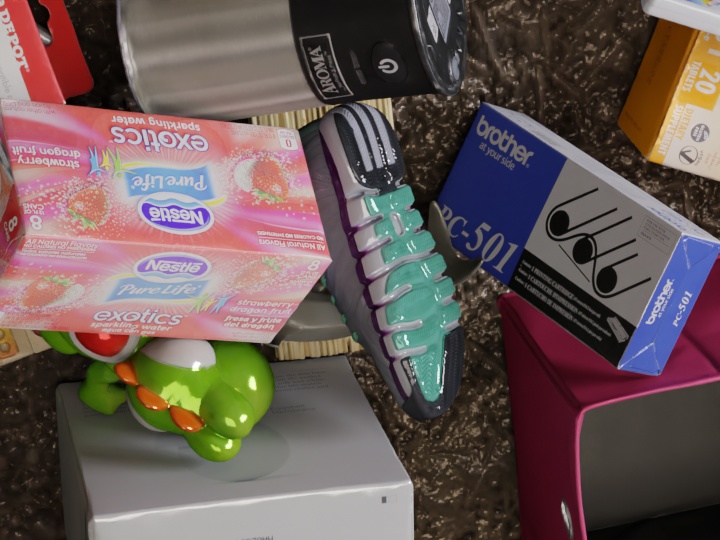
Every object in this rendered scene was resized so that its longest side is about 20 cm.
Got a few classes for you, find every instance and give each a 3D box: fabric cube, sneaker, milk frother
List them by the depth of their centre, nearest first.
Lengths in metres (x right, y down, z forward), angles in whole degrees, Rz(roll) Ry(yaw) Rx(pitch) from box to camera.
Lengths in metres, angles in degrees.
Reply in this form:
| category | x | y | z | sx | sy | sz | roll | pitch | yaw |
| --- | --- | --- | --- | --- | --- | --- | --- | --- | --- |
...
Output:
| category | x | y | z | sx | sy | sz | roll | pitch | yaw |
| --- | --- | --- | --- | --- | --- | --- | --- | --- | --- |
| milk frother | -0.037 | -0.198 | 1.530 | 0.187 | 0.200 | 0.181 | -6 | 118 | 17 |
| sneaker | 0.000 | 0.000 | 1.558 | 0.087 | 0.074 | 0.201 | -18 | 86 | 37 |
| fabric cube | 0.213 | 0.120 | 1.657 | 0.199 | 0.199 | 0.197 | -11 | 113 | -9 |

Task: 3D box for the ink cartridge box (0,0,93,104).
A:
| category | x | y | z | sx | sy | sz | roll | pitch | yaw |
| --- | --- | --- | --- | --- | --- | --- | --- | --- | --- |
| ink cartridge box | -0.255 | -0.129 | 1.482 | 0.200 | 0.067 | 0.117 | -23 | 97 | -23 |

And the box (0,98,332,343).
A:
| category | x | y | z | sx | sy | sz | roll | pitch | yaw |
| --- | --- | --- | --- | --- | --- | --- | --- | --- | --- |
| box | -0.131 | -0.026 | 1.485 | 0.199 | 0.103 | 0.095 | 5 | 144 | -29 |

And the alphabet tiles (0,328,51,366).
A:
| category | x | y | z | sx | sy | sz | roll | pitch | yaw |
| --- | --- | --- | --- | --- | --- | --- | --- | --- | --- |
| alphabet tiles | -0.257 | -0.027 | 1.600 | 0.166 | 0.006 | 0.201 | -21 | 113 | -5 |

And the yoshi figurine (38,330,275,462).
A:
| category | x | y | z | sx | sy | sz | roll | pitch | yaw |
| --- | --- | --- | --- | --- | --- | --- | --- | --- | --- |
| yoshi figurine | -0.129 | 0.043 | 1.569 | 0.112 | 0.200 | 0.113 | -36 | 156 | -26 |

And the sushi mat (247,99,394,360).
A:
| category | x | y | z | sx | sy | sz | roll | pitch | yaw |
| --- | --- | --- | --- | --- | --- | --- | --- | --- | --- |
| sushi mat | -0.019 | -0.039 | 1.646 | 0.095 | 0.012 | 0.201 | -9 | 111 | -9 |

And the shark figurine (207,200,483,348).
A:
| category | x | y | z | sx | sy | sz | roll | pitch | yaw |
| --- | --- | --- | --- | --- | --- | --- | --- | --- | --- |
| shark figurine | -0.034 | 0.023 | 1.611 | 0.214 | 0.090 | 0.129 | 5 | 112 | -2 |

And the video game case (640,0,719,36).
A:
| category | x | y | z | sx | sy | sz | roll | pitch | yaw |
| --- | --- | --- | --- | --- | --- | --- | --- | --- | --- |
| video game case | 0.262 | -0.187 | 1.592 | 0.199 | 0.144 | 0.018 | 15 | 134 | -18 |

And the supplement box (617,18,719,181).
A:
| category | x | y | z | sx | sy | sz | roll | pitch | yaw |
| --- | --- | --- | --- | --- | --- | --- | --- | --- | --- |
| supplement box | 0.288 | -0.114 | 1.653 | 0.199 | 0.074 | 0.126 | 14 | 109 | -17 |

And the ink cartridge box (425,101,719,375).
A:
| category | x | y | z | sx | sy | sz | roll | pitch | yaw |
| --- | --- | --- | --- | --- | --- | --- | --- | --- | --- |
| ink cartridge box | 0.131 | -0.023 | 1.587 | 0.044 | 0.200 | 0.094 | 12 | 108 | -43 |

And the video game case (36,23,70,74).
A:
| category | x | y | z | sx | sy | sz | roll | pitch | yaw |
| --- | --- | --- | --- | --- | --- | --- | --- | --- | --- |
| video game case | -0.310 | -0.114 | 1.543 | 0.200 | 0.023 | 0.183 | 31 | 99 | -19 |

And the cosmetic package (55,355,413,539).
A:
| category | x | y | z | sx | sy | sz | roll | pitch | yaw |
| --- | --- | --- | --- | --- | --- | --- | --- | --- | --- |
| cosmetic package | -0.084 | 0.154 | 1.601 | 0.199 | 0.200 | 0.123 | -5 | 114 | -11 |
